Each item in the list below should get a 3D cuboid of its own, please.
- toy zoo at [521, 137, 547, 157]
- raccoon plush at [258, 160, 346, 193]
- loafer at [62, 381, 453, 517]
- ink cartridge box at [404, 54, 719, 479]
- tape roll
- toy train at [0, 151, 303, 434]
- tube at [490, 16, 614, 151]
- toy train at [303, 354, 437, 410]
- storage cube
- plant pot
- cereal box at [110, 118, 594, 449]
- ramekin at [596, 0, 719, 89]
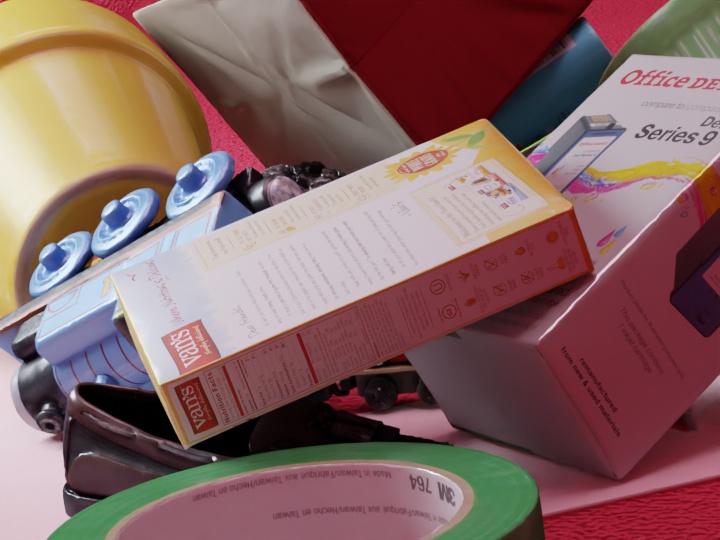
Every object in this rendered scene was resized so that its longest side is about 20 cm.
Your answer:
[{"bbox_3d":[0.090,-0.058,1.665,0.200,0.021,0.131,-29,2,-31],"label":"toy zoo"},{"bbox_3d":[0.000,0.000,1.458,0.199,0.097,0.134,-3,18,22],"label":"raccoon plush"},{"bbox_3d":[-0.050,0.082,1.175,0.199,0.063,0.072,-2,14,25],"label":"loafer"},{"bbox_3d":[0.127,-0.009,1.240,0.200,0.088,0.145,-42,25,-19],"label":"ink cartridge box"},{"bbox_3d":[-0.026,0.119,1.029,0.200,0.048,0.200,-7,13,2],"label":"tape roll"},{"bbox_3d":[-0.110,0.018,1.353,0.200,0.087,0.114,-27,31,34],"label":"toy train"},{"bbox_3d":[0.068,-0.079,1.591,0.200,0.050,0.077,-34,-3,6],"label":"tube"},{"bbox_3d":[0.019,0.046,1.338,0.199,0.046,0.034,-5,12,11],"label":"toy train"},{"bbox_3d":[0.004,-0.167,1.585,0.180,0.171,0.200,-49,19,-26],"label":"storage cube"},{"bbox_3d":[-0.168,-0.037,1.529,0.200,0.202,0.189,-12,28,-19],"label":"plant pot"},{"bbox_3d":[-0.008,0.002,1.194,0.199,0.040,0.144,-23,24,-5],"label":"cereal box"},{"bbox_3d":[0.248,-0.104,1.556,0.199,0.098,0.200,-24,-23,-11],"label":"ramekin"}]
